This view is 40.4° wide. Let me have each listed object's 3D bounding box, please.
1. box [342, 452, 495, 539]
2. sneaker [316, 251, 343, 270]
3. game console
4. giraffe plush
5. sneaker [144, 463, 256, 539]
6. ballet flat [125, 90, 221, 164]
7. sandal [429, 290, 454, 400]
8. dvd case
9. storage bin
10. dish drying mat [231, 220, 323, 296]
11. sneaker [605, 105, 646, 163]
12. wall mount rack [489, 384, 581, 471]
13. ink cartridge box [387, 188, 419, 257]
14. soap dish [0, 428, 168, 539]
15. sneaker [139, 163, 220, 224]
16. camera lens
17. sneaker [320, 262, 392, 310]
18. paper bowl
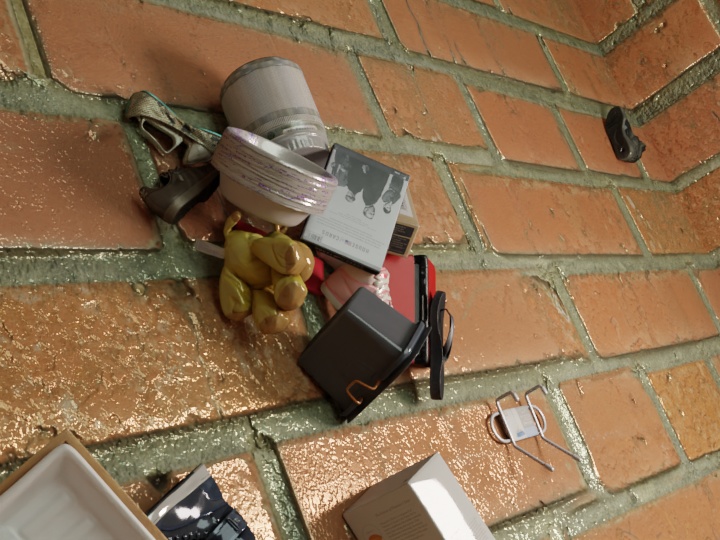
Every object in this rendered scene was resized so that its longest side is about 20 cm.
[{"bbox_3d":[0.100,0.411,1.507,0.201,0.152,0.106,57,36,3],"label":"box"},{"bbox_3d":[0.000,0.000,1.799,0.199,0.074,0.087,28,49,-32],"label":"sneaker"},{"bbox_3d":[0.072,0.076,1.812,0.172,0.118,0.201,37,53,-74],"label":"game console"},{"bbox_3d":[-0.144,-0.007,1.576,0.200,0.173,0.162,38,21,18],"label":"giraffe plush"},{"bbox_3d":[-0.218,0.352,1.243,0.146,0.077,0.202,53,34,1],"label":"sneaker"},{"bbox_3d":[-0.304,-0.222,1.635,0.199,0.068,0.076,30,64,-24],"label":"ballet flat"},{"bbox_3d":[0.153,0.137,1.794,0.076,0.043,0.201,44,46,-72],"label":"sandal"},{"bbox_3d":[-0.008,-0.107,1.684,0.150,0.025,0.201,23,64,-10],"label":"dvd case"},{"bbox_3d":[-0.006,0.134,1.588,0.134,0.200,0.146,40,36,-3],"label":"storage bin"},{"bbox_3d":[-0.142,-0.020,1.690,0.199,0.018,0.077,26,47,-37],"label":"dish drying mat"},{"bbox_3d":[0.861,-0.434,3.172,0.114,0.076,0.200,16,54,-45],"label":"sneaker"},{"bbox_3d":[0.349,0.320,1.945,0.199,0.074,0.175,-2,64,-50],"label":"wall mount rack"},{"bbox_3d":[0.012,-0.118,1.807,0.164,0.075,0.200,15,27,-14],"label":"ink cartridge box"},{"bbox_3d":[-0.328,0.304,1.102,0.157,0.081,0.200,-42,97,-19],"label":"soap dish"},{"bbox_3d":[-0.282,-0.145,1.582,0.075,0.071,0.200,36,29,0],"label":"sneaker"},{"bbox_3d":[-0.154,-0.268,1.753,0.160,0.160,0.201,1,61,-49],"label":"camera lens"},{"bbox_3d":[0.030,0.058,1.689,0.200,0.105,0.075,45,16,14],"label":"sneaker"},{"bbox_3d":[-0.144,-0.142,1.564,0.200,0.105,0.201,24,10,-4],"label":"paper bowl"}]
